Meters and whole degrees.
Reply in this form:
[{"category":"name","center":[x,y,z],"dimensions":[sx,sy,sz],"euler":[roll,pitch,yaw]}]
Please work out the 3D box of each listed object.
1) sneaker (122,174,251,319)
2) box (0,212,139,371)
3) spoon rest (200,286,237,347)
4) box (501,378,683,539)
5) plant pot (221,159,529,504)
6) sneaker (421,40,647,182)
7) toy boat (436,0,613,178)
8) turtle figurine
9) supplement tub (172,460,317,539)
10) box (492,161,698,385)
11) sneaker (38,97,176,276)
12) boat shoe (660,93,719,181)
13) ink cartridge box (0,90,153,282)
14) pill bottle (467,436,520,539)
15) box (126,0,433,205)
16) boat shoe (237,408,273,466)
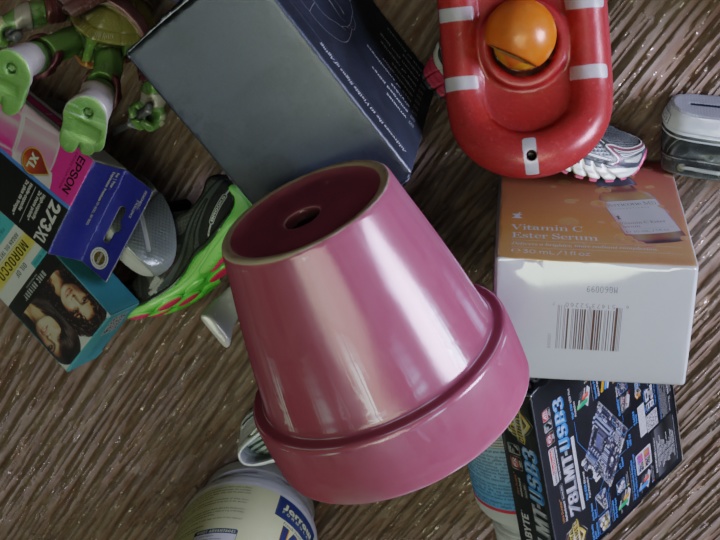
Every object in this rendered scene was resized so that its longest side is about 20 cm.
[{"category":"sneaker","center":[-0.168,-0.018,1.112],"dimensions":[0.200,0.077,0.084],"euler":[-37,75,27]},{"category":"box","center":[-0.302,-0.009,1.102],"dimensions":[0.200,0.049,0.082],"euler":[46,116,7]},{"category":"spoon rest","center":[-0.058,-0.008,1.107],"dimensions":[0.199,0.061,0.100],"euler":[-34,110,8]},{"category":"box","center":[0.208,0.138,1.065],"dimensions":[0.050,0.198,0.201],"euler":[15,128,45]},{"category":"plant pot","center":[-0.003,0.032,0.837],"dimensions":[0.199,0.200,0.180],"euler":[-18,117,16]},{"category":"sneaker","center":[0.151,-0.140,0.989],"dimensions":[0.199,0.081,0.075],"euler":[28,115,-6]},{"category":"toy boat","center":[0.121,-0.169,0.889],"dimensions":[0.130,0.131,0.202],"euler":[-5,95,11]},{"category":"turtle figurine","center":[-0.233,-0.153,0.975],"dimensions":[0.199,0.194,0.144],"euler":[-20,115,20]},{"category":"supplement tub","center":[-0.121,0.296,1.181],"dimensions":[0.144,0.200,0.146],"euler":[3,118,7]},{"category":"box","center":[0.185,-0.006,0.984],"dimensions":[0.151,0.200,0.107],"euler":[2,118,6]},{"category":"sneaker","center":[-0.239,-0.064,1.074],"dimensions":[0.200,0.070,0.080],"euler":[47,131,15]},{"category":"boat shoe","center":[0.348,-0.098,0.996],"dimensions":[0.199,0.072,0.071],"euler":[13,128,13]},{"category":"ink cartridge box","center":[-0.274,-0.084,1.021],"dimensions":[0.200,0.037,0.095],"euler":[37,109,16]},{"category":"pill bottle","center":[0.152,0.168,1.129],"dimensions":[0.108,0.109,0.201],"euler":[-8,116,12]},{"category":"box","center":[-0.051,-0.157,0.943],"dimensions":[0.124,0.197,0.200],"euler":[-33,108,22]},{"category":"boat shoe","center":[-0.033,0.142,1.166],"dimensions":[0.199,0.067,0.074],"euler":[-31,109,21]}]
